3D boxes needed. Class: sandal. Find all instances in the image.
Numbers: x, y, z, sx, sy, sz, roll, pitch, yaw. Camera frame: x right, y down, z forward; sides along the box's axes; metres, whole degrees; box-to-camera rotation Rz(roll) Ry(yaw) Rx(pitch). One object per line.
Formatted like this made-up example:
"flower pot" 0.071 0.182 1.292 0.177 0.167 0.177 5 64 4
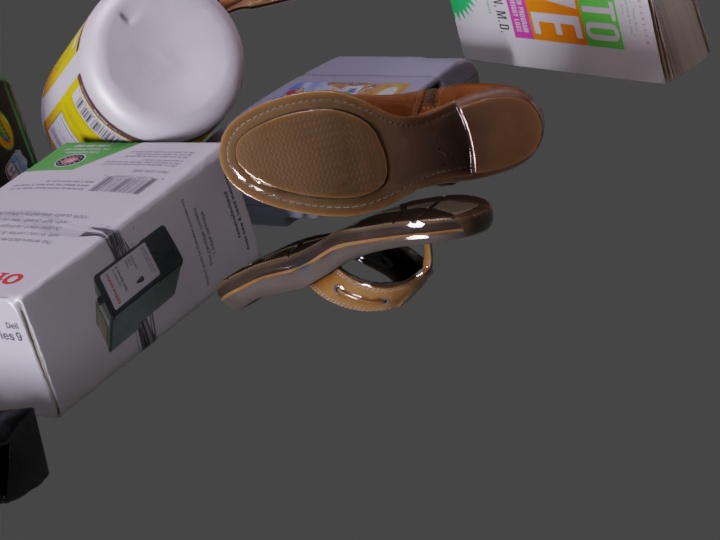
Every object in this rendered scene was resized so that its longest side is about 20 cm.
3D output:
"sandal" 0.000 0.000 1.552 0.199 0.055 0.082 -19 4 35

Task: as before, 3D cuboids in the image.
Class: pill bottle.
"pill bottle" -0.150 -0.117 1.781 0.109 0.110 0.200 -26 -2 -20

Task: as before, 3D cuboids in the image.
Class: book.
"book" 0.133 -0.202 1.800 0.048 0.134 0.199 -33 27 -32

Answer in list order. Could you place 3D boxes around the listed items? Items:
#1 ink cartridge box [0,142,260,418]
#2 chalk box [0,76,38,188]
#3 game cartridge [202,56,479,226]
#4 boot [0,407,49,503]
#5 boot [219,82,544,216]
"ink cartridge box" -0.182 0.001 1.633 0.145 0.084 0.200 3 31 40
"chalk box" -0.290 -0.047 1.770 0.123 0.125 0.200 -5 25 27
"game cartridge" -0.028 -0.091 1.793 0.133 0.042 0.200 9 34 39
"boot" -0.292 0.127 1.471 0.199 0.066 0.165 2 32 30
"boot" 0.013 -0.082 1.644 0.199 0.077 0.155 -12 5 -2
